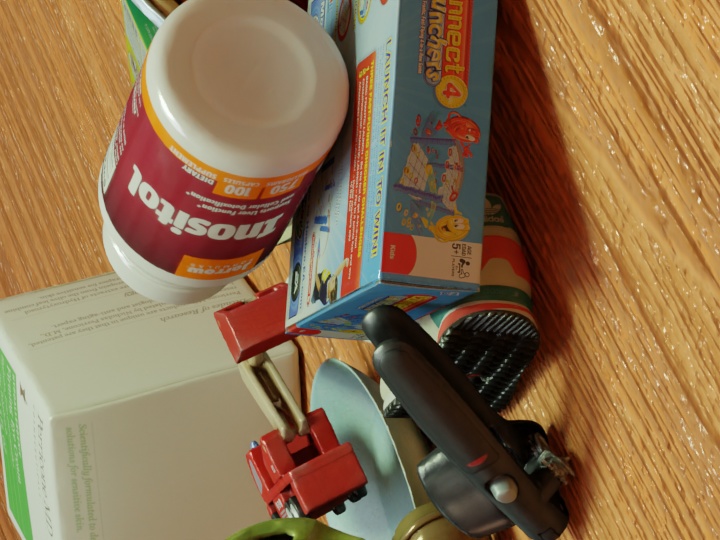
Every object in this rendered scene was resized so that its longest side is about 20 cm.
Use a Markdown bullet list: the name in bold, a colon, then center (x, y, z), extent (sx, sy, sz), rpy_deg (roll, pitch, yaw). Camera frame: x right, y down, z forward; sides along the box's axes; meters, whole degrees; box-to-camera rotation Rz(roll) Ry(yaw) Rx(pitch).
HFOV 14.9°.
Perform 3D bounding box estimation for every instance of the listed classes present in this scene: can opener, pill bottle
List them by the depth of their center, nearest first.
- **can opener**: center (0.057, 0.089, 1.482), extent (0.200, 0.078, 0.064), rpy_deg (53, -176, -47)
- **pill bottle**: center (-0.083, -0.061, 1.533), extent (0.200, 0.112, 0.114), rpy_deg (121, 132, -59)

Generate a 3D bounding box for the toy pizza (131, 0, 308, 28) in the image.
- **toy pizza**: center (-0.073, -0.162, 1.648), extent (0.032, 0.199, 0.201), rpy_deg (-51, 43, 19)

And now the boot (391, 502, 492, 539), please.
- **boot**: center (0.091, 0.253, 1.614), extent (0.200, 0.066, 0.176), rpy_deg (-123, 14, -48)

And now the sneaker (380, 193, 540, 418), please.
- **sneaker**: center (0.056, 0.022, 1.556), extent (0.200, 0.070, 0.094), rpy_deg (118, 152, -68)

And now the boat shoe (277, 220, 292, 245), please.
- **boat shoe**: center (-0.038, -0.057, 1.745), extent (0.069, 0.074, 0.200), rpy_deg (70, 163, -1)

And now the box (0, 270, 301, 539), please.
- **box**: center (-0.158, 0.123, 2.045), extent (0.171, 0.199, 0.200), rpy_deg (-132, 33, -52)

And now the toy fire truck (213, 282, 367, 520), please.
- **toy fire truck**: center (-0.049, 0.092, 1.749), extent (0.142, 0.048, 0.200), rpy_deg (64, 167, 6)

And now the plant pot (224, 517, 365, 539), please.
- **plant pot**: center (-0.043, 0.253, 1.660), extent (0.185, 0.199, 0.201), rpy_deg (95, 154, -50)

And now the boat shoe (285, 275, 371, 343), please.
- **boat shoe**: center (0.000, 0.000, 1.694), extent (0.200, 0.071, 0.068), rpy_deg (-140, 71, -83)

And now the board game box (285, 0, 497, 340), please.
- **board game box**: center (0.015, -0.074, 1.495), extent (0.196, 0.055, 0.202), rpy_deg (153, 122, -72)

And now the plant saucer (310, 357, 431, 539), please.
- **plant saucer**: center (0.021, 0.151, 1.783), extent (0.201, 0.038, 0.203), rpy_deg (166, 90, -73)

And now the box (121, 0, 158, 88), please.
- **box**: center (-0.108, -0.090, 1.752), extent (0.200, 0.048, 0.118), rpy_deg (96, 152, -64)
